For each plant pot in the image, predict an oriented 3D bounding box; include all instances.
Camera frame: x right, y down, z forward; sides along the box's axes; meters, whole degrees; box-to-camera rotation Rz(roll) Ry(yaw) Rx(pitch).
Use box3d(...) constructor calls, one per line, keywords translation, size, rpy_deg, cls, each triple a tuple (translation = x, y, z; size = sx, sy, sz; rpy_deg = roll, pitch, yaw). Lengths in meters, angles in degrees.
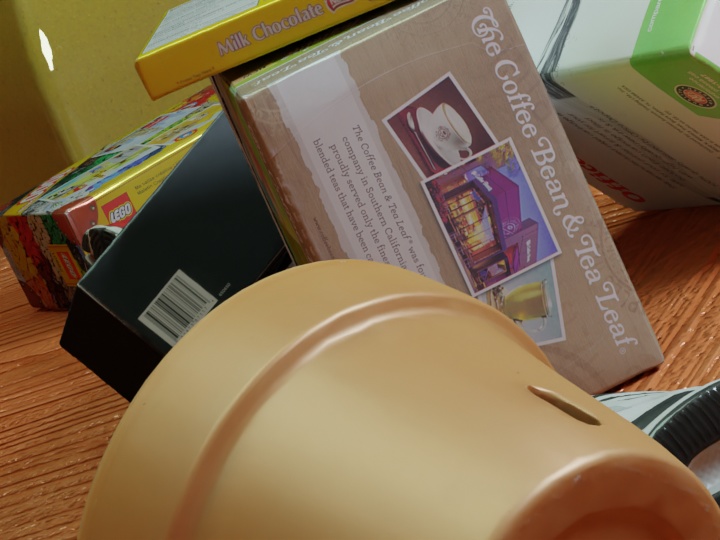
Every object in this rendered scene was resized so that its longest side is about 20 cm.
box3d(translation=(-0.206, -0.159, 2.288), size=(0.195, 0.201, 0.194), rpy_deg=(-33, 16, -26), cls="plant pot")
box3d(translation=(0.027, 0.107, 0.945), size=(0.200, 0.201, 0.140), rpy_deg=(-34, 33, -32), cls="plant pot")

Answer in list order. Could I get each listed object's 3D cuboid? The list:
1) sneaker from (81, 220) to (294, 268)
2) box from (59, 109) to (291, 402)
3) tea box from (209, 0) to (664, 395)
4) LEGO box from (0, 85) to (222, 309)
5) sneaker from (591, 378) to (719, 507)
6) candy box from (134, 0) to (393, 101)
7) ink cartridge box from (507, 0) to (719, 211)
box3d(translation=(-0.088, -0.002, 1.787), size=(0.199, 0.077, 0.085), rpy_deg=(5, 26, 45), cls="sneaker")
box3d(translation=(-0.070, -0.027, 1.600), size=(0.200, 0.079, 0.141), rpy_deg=(-51, -4, -18), cls="box")
box3d(translation=(0.028, -0.035, 1.404), size=(0.133, 0.201, 0.197), rpy_deg=(-26, 13, -4), cls="tea box")
box3d(translation=(-0.135, -0.053, 2.022), size=(0.200, 0.077, 0.149), rpy_deg=(-32, 15, -25), cls="LEGO box")
box3d(translation=(0.070, 0.100, 1.139), size=(0.200, 0.076, 0.115), rpy_deg=(-22, 3, -19), cls="sneaker")
box3d(translation=(-0.005, -0.136, 1.358), size=(0.199, 0.027, 0.102), rpy_deg=(-21, 12, 11), cls="candy box")
box3d(translation=(0.165, -0.100, 1.490), size=(0.200, 0.145, 0.084), rpy_deg=(-4, 61, 56), cls="ink cartridge box")
